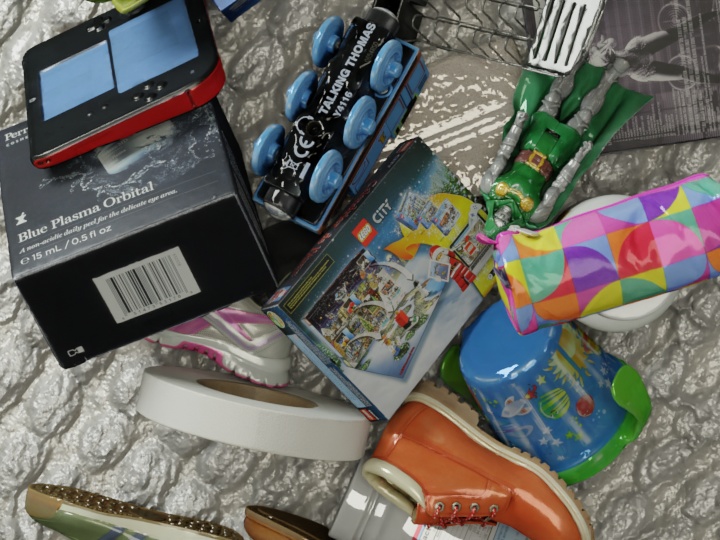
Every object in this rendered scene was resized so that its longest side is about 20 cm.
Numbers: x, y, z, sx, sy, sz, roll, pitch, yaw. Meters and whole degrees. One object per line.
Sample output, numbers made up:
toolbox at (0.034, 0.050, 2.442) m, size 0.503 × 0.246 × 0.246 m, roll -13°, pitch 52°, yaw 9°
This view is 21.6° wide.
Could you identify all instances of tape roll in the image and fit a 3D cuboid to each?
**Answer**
tape roll at (-0.090, 0.120, 1.605) m, size 0.201 × 0.203 × 0.037 m, roll 12°, pitch 92°, yaw 1°

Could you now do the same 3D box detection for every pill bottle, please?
pill bottle at (0.213, -0.006, 1.592) m, size 0.113 × 0.200 × 0.115 m, roll 0°, pitch 91°, yaw 2°
pill bottle at (0.078, 0.234, 1.649) m, size 0.199 × 0.109 × 0.109 m, roll 24°, pitch 92°, yaw 1°

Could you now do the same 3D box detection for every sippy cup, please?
sippy cup at (0.152, 0.093, 1.605) m, size 0.177 × 0.140 × 0.130 m, roll -25°, pitch 129°, yaw 19°

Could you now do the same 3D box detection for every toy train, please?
toy train at (-0.018, -0.123, 1.596) m, size 0.086 × 0.114 × 0.201 m, roll 24°, pitch 80°, yaw 20°

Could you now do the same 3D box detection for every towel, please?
towel at (0.064, -0.117, 1.664) m, size 0.199 × 0.034 × 0.133 m, roll -20°, pitch 80°, yaw 0°

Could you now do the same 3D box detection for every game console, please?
game console at (-0.206, -0.173, 1.612) m, size 0.176 × 0.200 × 0.031 m, roll -21°, pitch 125°, yaw 2°

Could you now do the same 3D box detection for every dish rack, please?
dish rack at (0.118, -0.250, 1.625) m, size 0.199 × 0.054 × 0.155 m, roll 18°, pitch 92°, yaw 31°

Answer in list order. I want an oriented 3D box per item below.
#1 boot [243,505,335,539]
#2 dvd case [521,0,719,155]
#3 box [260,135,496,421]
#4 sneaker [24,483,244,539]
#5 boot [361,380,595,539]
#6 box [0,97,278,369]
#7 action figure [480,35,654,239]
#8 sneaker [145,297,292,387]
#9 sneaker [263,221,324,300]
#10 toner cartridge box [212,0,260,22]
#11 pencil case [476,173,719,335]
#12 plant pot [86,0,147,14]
boot at (-0.049, 0.313, 1.680) m, size 0.199 × 0.077 × 0.156 m, roll 32°, pitch 96°, yaw -7°
dvd case at (0.250, -0.184, 1.678) m, size 0.198 × 0.016 × 0.150 m, roll -8°, pitch 93°, yaw 1°
box at (0.029, 0.006, 1.582) m, size 0.137 × 0.038 × 0.200 m, roll 46°, pitch 67°, yaw -14°
sneaker at (-0.209, 0.255, 1.677) m, size 0.198 × 0.067 × 0.091 m, roll 14°, pitch 94°, yaw 3°
boot at (0.096, 0.191, 1.578) m, size 0.199 × 0.075 × 0.107 m, roll 34°, pitch 59°, yaw 14°
box at (-0.193, -0.052, 1.593) m, size 0.195 × 0.201 × 0.118 m, roll -21°, pitch 133°, yaw 2°
action figure at (0.159, -0.106, 1.614) m, size 0.118 × 0.055 × 0.201 m, roll 28°, pitch 70°, yaw 8°
sneaker at (-0.142, 0.029, 1.668) m, size 0.199 × 0.081 × 0.089 m, roll 22°, pitch 91°, yaw -7°
sneaker at (0.000, 0.000, 1.659) m, size 0.199 × 0.106 × 0.075 m, roll 6°, pitch 118°, yaw -31°
toner cartridge box at (-0.050, -0.295, 1.644) m, size 0.199 × 0.095 × 0.043 m, roll -36°, pitch 91°, yaw 3°
pencil case at (0.195, -0.014, 1.452) m, size 0.198 × 0.088 × 0.089 m, roll -15°, pitch 91°, yaw 1°
plant pot at (-0.189, -0.345, 1.597) m, size 0.199 × 0.181 × 0.200 m, roll -33°, pitch 83°, yaw 3°
